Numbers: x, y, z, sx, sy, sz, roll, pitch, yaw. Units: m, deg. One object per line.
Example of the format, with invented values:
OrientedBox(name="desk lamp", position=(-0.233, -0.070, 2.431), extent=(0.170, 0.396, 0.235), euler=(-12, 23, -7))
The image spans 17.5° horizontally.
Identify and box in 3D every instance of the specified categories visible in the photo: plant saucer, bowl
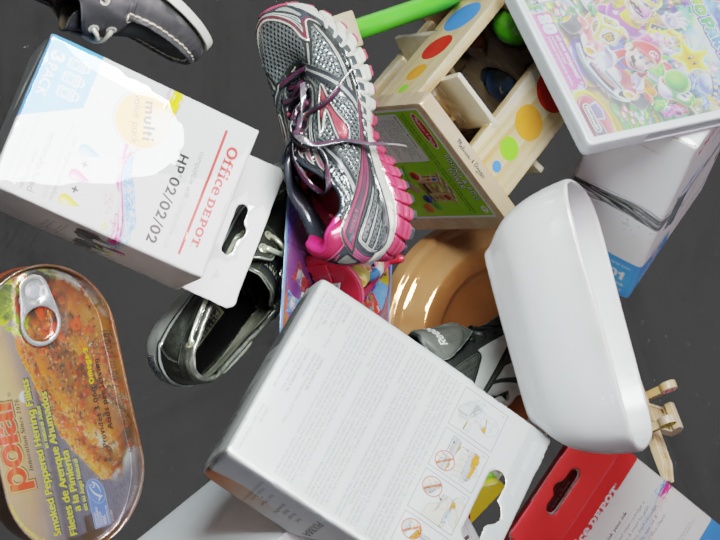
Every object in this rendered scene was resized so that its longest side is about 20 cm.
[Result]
OrientedBox(name="plant saucer", position=(0.100, 0.060, 1.836), extent=(0.200, 0.037, 0.201), euler=(0, 91, -37))
OrientedBox(name="bowl", position=(0.149, 0.041, 1.687), extent=(0.200, 0.074, 0.201), euler=(4, 70, -78))

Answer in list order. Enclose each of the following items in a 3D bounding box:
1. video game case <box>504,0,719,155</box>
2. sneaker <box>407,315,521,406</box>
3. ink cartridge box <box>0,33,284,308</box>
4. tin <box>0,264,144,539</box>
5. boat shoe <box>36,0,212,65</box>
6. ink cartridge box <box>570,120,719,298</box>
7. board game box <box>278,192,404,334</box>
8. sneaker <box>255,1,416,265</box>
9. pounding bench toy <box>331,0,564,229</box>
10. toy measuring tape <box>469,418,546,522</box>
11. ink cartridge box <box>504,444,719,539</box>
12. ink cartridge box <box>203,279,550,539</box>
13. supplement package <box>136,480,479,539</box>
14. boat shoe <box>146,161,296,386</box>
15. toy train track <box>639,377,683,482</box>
OrientedBox(name="video game case", position=(0.219, -0.165, 1.719), extent=(0.199, 0.018, 0.144), euler=(-13, 65, -26))
OrientedBox(name="sneaker", position=(0.075, 0.069, 1.751), extent=(0.200, 0.066, 0.091), euler=(-42, 121, -27))
OrientedBox(name="ink cartridge box", position=(-0.148, -0.065, 1.598), extent=(0.199, 0.068, 0.115), euler=(24, 76, -16))
OrientedBox(name="tin", position=(-0.214, 0.095, 1.604), extent=(0.112, 0.042, 0.201), euler=(-17, 100, -39))
OrientedBox(name="boat shoe", position=(-0.192, -0.191, 1.597), extent=(0.200, 0.074, 0.060), euler=(35, 70, -28))
OrientedBox(name="ink cartridge box", position=(0.229, -0.098, 1.819), extent=(0.086, 0.200, 0.147), euler=(32, 55, 9))
OrientedBox(name="board game box", position=(0.000, 0.000, 1.710), extent=(0.158, 0.039, 0.201), euler=(30, 59, -56))
OrientedBox(name="sneaker", position=(-0.027, -0.099, 1.643), extent=(0.075, 0.081, 0.201), euler=(-8, 69, -42))
OrientedBox(name="pounding bench toy", position=(0.063, -0.156, 1.753), extent=(0.200, 0.124, 0.156), euler=(51, 63, -25))
OrientedBox(name="toy measuring tape", position=(0.078, 0.146, 1.773), extent=(0.200, 0.074, 0.074), euler=(-46, 119, 5))
OrientedBox(name="ink cartridge box", position=(0.197, 0.208, 1.874), extent=(0.200, 0.067, 0.116), euler=(39, 82, -30))
OrientedBox(name="ink cartridge box", position=(0.014, 0.124, 1.590), extent=(0.200, 0.050, 0.162), euler=(36, 55, -10))
OrientedBox(name="supplement package", position=(-0.048, 0.201, 1.652), extent=(0.200, 0.156, 0.111), euler=(-37, 110, -30))
OrientedBox(name="boat shoe", position=(-0.075, 0.003, 1.688), extent=(0.071, 0.064, 0.200), euler=(44, 66, -27))
OrientedBox(name="toy train track", position=(0.226, 0.108, 1.875), extent=(0.200, 0.032, 0.115), euler=(18, 49, -61))
